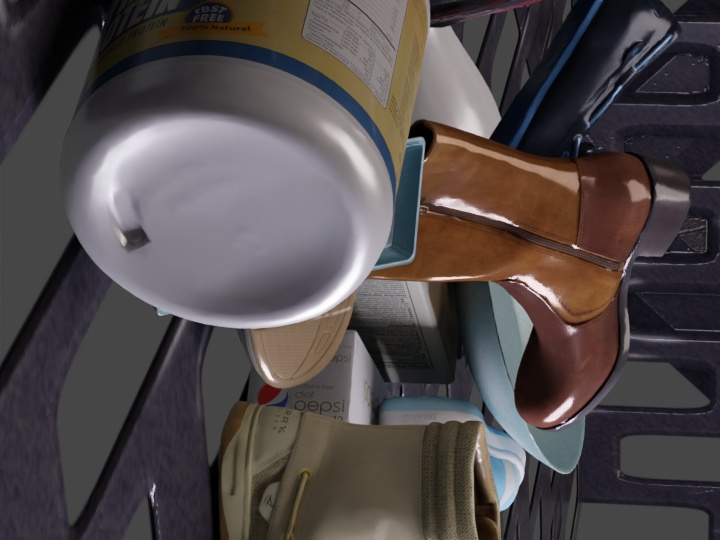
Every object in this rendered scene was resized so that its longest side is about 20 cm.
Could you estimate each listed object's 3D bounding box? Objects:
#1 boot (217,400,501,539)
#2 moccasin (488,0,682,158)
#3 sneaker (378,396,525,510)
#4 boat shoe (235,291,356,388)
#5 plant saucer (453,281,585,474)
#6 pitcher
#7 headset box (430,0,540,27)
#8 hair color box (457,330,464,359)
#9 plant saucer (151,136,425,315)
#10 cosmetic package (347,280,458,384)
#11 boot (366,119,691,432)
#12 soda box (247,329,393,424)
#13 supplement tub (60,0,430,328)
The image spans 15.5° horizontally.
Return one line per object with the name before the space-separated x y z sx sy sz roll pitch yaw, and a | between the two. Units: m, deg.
boot | 0.002 0.171 1.484 0.073 0.155 0.201 -63 154 -68
moccasin | 0.122 -0.079 1.563 0.200 0.068 0.080 -57 -169 7
sneaker | 0.053 0.160 1.658 0.200 0.079 0.131 40 50 -66
boat shoe | -0.050 -0.034 1.402 0.065 0.072 0.200 33 -41 47
plant saucer | 0.096 0.034 1.682 0.201 0.039 0.202 -13 90 -72
pitcher | 0.020 -0.100 1.703 0.172 0.121 0.200 -47 129 -59
headset box | 0.062 -0.196 1.572 0.200 0.148 0.075 -8 85 -56
hair color box | 0.035 0.017 1.826 0.200 0.099 0.061 -29 121 -79
plant saucer | -0.037 -0.026 1.344 0.200 0.019 0.070 -12 112 -50
cosmetic package | 0.000 0.000 1.604 0.200 0.105 0.071 74 20 -66
boot | 0.076 0.009 1.501 0.069 0.200 0.189 56 -51 39
soda box | -0.020 0.092 1.619 0.200 0.063 0.068 64 29 -72
supplement tub | -0.046 -0.089 1.181 0.200 0.144 0.145 -79 167 -46
